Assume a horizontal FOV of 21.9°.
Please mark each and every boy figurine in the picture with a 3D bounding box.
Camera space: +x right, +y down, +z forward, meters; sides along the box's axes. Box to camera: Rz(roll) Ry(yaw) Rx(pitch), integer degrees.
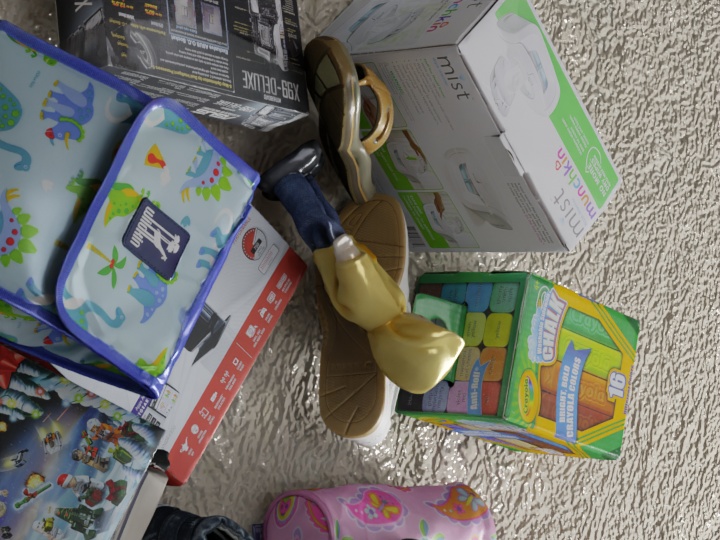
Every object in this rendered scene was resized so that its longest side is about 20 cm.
[{"bbox_3d":[0.000,0.000,1.373,0.064,0.124,0.200,-37,79,-2],"label":"boy figurine"}]

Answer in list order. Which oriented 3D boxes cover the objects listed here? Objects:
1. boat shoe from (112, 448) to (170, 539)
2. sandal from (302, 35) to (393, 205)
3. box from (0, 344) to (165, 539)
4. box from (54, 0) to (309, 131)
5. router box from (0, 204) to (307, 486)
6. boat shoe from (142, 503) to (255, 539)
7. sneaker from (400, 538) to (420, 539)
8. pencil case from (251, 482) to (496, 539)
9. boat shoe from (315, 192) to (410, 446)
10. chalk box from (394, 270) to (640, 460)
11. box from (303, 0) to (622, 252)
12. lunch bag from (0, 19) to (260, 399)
[{"bbox_3d":[-0.207,0.199,1.251,0.093,0.075,0.200,23,85,-11],"label":"boat shoe"},{"bbox_3d":[-0.002,-0.116,1.385,0.200,0.054,0.080,76,-11,-64],"label":"sandal"},{"bbox_3d":[-0.230,0.160,1.183,0.137,0.040,0.200,27,72,-7],"label":"box"},{"bbox_3d":[-0.125,-0.192,1.299,0.200,0.050,0.158,8,71,-49],"label":"box"},{"bbox_3d":[-0.147,0.020,1.313,0.180,0.049,0.200,48,59,-34],"label":"router box"},{"bbox_3d":[-0.093,0.253,1.337,0.071,0.091,0.200,-49,123,-33],"label":"boat shoe"},{"bbox_3d":[0.009,0.241,1.368,0.200,0.079,0.076,25,38,-55],"label":"sneaker"},{"bbox_3d":[0.015,0.209,1.451,0.200,0.087,0.088,4,87,-45],"label":"pencil case"},{"bbox_3d":[0.005,0.040,1.460,0.069,0.071,0.201,49,45,-64],"label":"boat shoe"},{"bbox_3d":[0.117,0.073,1.524,0.200,0.124,0.125,21,75,-43],"label":"chalk box"},{"bbox_3d":[0.077,-0.115,1.448,0.097,0.176,0.200,-50,122,-32],"label":"box"},{"bbox_3d":[-0.182,-0.033,1.181,0.200,0.127,0.170,28,70,-10],"label":"lunch bag"}]
